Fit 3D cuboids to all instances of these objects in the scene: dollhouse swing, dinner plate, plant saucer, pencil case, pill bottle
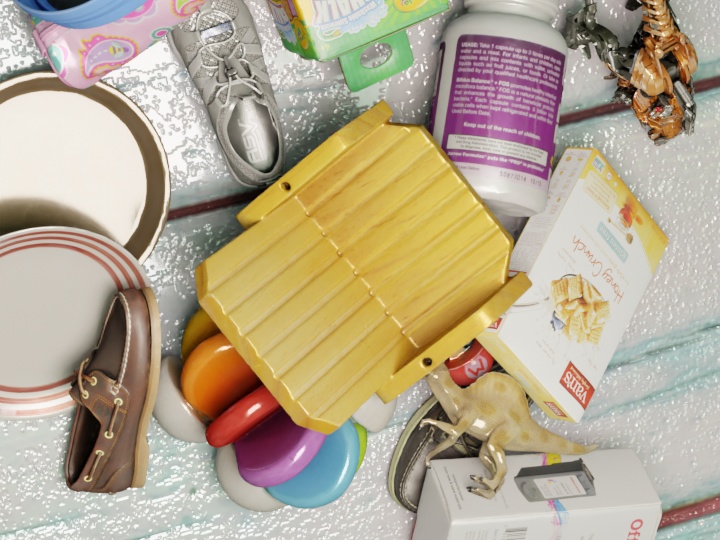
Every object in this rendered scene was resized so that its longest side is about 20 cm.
[{"bbox_3d":[0.000,0.000,1.629,0.182,0.176,0.200,-38,90,21],"label":"dollhouse swing"},{"bbox_3d":[-0.270,0.042,1.693,0.199,0.024,0.201,-13,130,-15],"label":"dinner plate"},{"bbox_3d":[-0.258,-0.069,1.701,0.199,0.029,0.201,-3,101,-16],"label":"plant saucer"},{"bbox_3d":[-0.171,-0.228,1.627,0.200,0.088,0.088,-31,109,21],"label":"pencil case"},{"bbox_3d":[0.118,-0.153,1.740,0.112,0.112,0.201,10,85,-17],"label":"pill bottle"}]

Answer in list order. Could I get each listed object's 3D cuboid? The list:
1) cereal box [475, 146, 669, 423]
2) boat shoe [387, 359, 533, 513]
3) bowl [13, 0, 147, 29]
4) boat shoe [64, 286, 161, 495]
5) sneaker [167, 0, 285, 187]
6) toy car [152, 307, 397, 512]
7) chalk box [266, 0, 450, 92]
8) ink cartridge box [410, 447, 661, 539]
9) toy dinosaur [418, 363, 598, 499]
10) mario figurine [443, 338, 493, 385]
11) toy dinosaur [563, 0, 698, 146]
[{"bbox_3d":[0.187,0.013,1.783,0.144,0.039,0.200,45,64,-38],"label":"cereal box"},{"bbox_3d":[0.098,0.135,1.822,0.073,0.065,0.200,34,91,-20],"label":"boat shoe"},{"bbox_3d":[-0.199,-0.280,1.597,0.201,0.200,0.039,-54,137,0],"label":"bowl"},{"bbox_3d":[-0.209,0.105,1.703,0.070,0.070,0.201,-2,119,-20],"label":"boat shoe"},{"bbox_3d":[-0.102,-0.162,1.698,0.075,0.082,0.201,-26,106,-10],"label":"sneaker"},{"bbox_3d":[-0.072,0.120,1.712,0.175,0.150,0.200,-37,109,11],"label":"toy car"},{"bbox_3d":[-0.013,-0.248,1.685,0.124,0.124,0.201,-25,106,-10],"label":"chalk box"},{"bbox_3d":[0.152,0.242,1.823,0.199,0.086,0.148,-2,129,-17],"label":"ink cartridge box"},{"bbox_3d":[0.119,0.141,1.738,0.200,0.058,0.101,27,73,-14],"label":"toy dinosaur"},{"bbox_3d":[0.051,0.015,1.759,0.200,0.123,0.106,54,41,-11],"label":"mario figurine"},{"bbox_3d":[0.255,-0.191,1.763,0.102,0.136,0.200,-19,148,-27],"label":"toy dinosaur"}]
